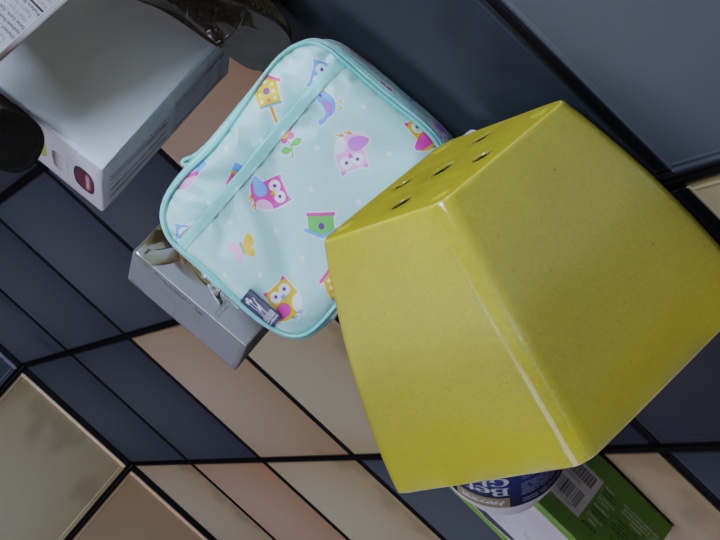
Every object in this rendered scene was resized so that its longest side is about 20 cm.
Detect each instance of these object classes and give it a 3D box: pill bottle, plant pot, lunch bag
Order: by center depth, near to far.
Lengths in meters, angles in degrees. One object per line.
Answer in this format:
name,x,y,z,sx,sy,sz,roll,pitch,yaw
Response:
plant pot,0.095,0.008,1.404,0.200,0.200,0.177,-17,109,53
lunch bag,-0.043,-0.059,1.551,0.160,0.200,0.077,41,-169,1
pill bottle,0.114,0.130,1.752,0.111,0.111,0.200,34,164,19

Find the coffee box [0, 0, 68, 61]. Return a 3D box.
coffee box,-0.212,-0.227,1.441,0.080,0.200,0.114,45,-159,-18

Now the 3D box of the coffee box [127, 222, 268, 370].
coffee box,-0.071,-0.039,1.661,0.113,0.200,0.080,40,161,3

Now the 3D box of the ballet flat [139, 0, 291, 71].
ballet flat,-0.129,-0.214,1.540,0.200,0.067,0.046,34,-153,-21

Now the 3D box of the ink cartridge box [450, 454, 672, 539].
ink cartridge box,0.171,0.210,1.998,0.148,0.076,0.200,45,164,-16

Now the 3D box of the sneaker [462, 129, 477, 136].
sneaker,0.098,-0.021,1.564,0.073,0.071,0.200,30,159,32

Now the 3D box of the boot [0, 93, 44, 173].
boot,-0.339,-0.151,1.539,0.188,0.069,0.200,20,-172,-46

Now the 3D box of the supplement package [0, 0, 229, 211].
supplement package,-0.221,-0.176,1.630,0.200,0.156,0.111,39,164,4
